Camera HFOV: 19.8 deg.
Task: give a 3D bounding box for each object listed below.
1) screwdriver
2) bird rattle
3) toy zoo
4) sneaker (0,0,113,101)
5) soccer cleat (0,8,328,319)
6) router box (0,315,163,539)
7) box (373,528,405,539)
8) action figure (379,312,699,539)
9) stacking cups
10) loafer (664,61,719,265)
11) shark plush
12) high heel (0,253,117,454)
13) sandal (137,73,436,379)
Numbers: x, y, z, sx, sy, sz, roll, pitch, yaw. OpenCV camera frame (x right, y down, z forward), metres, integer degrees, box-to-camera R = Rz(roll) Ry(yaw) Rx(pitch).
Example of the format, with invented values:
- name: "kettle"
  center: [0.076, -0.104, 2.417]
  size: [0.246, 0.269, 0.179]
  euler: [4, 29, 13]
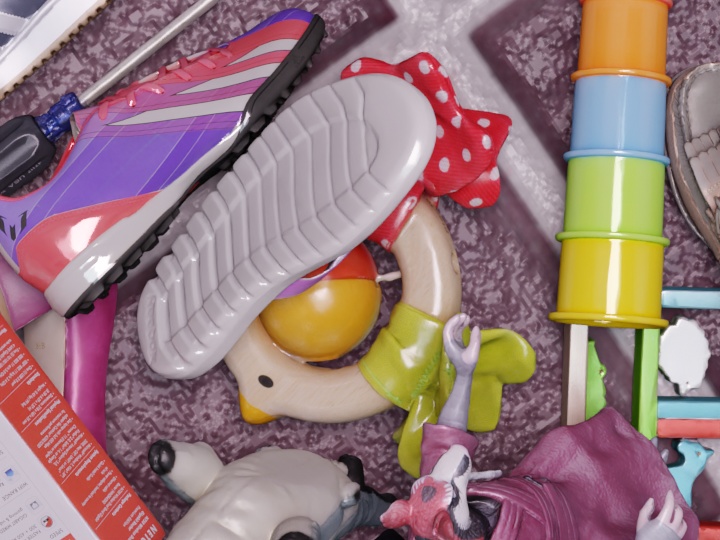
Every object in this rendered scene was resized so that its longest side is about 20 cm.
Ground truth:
- name: "screwdriver"
  center: [-0.126, -0.095, 1.007]
  size: [0.200, 0.028, 0.029]
  euler: [-42, 129, 3]
- name: "bird rattle"
  center: [0.000, 0.000, 1.002]
  size: [0.161, 0.113, 0.202]
  euler: [-11, 93, 13]
- name: "toy zoo"
  center: [0.202, 0.075, 1.059]
  size: [0.198, 0.020, 0.133]
  euler: [2, 94, -5]
- name: "sneaker"
  center: [-0.207, -0.123, 0.984]
  size: [0.200, 0.070, 0.109]
  euler: [-42, 102, -7]
- name: "soccer cleat"
  center: [-0.094, -0.068, 0.976]
  size: [0.073, 0.068, 0.200]
  euler: [43, 68, -2]
- name: "router box"
  center: [-0.223, 0.110, 0.971]
  size: [0.199, 0.049, 0.180]
  euler: [-33, 98, 24]
- name: "box"
  center: [0.049, 0.245, 0.973]
  size: [0.123, 0.198, 0.200]
  euler: [-44, 96, -2]
- name: "action figure"
  center: [0.068, 0.117, 0.926]
  size: [0.134, 0.199, 0.149]
  euler: [50, 117, 33]
- name: "stacking cups"
  center: [0.131, -0.073, 1.012]
  size: [0.060, 0.061, 0.202]
  euler: [6, 87, -5]
- name: "loafer"
  center: [0.208, -0.013, 1.015]
  size: [0.071, 0.063, 0.202]
  euler: [-20, 85, -7]
- name: "shark plush"
  center: [-0.047, 0.122, 0.972]
  size: [0.090, 0.200, 0.084]
  euler: [26, 107, 14]
- name: "high heel"
  center: [-0.135, 0.064, 1.025]
  size: [0.096, 0.067, 0.202]
  euler: [-31, 111, -41]
- name: "sandal"
  center: [-0.031, -0.021, 0.964]
  size: [0.202, 0.050, 0.083]
  euler: [-38, 55, 32]
